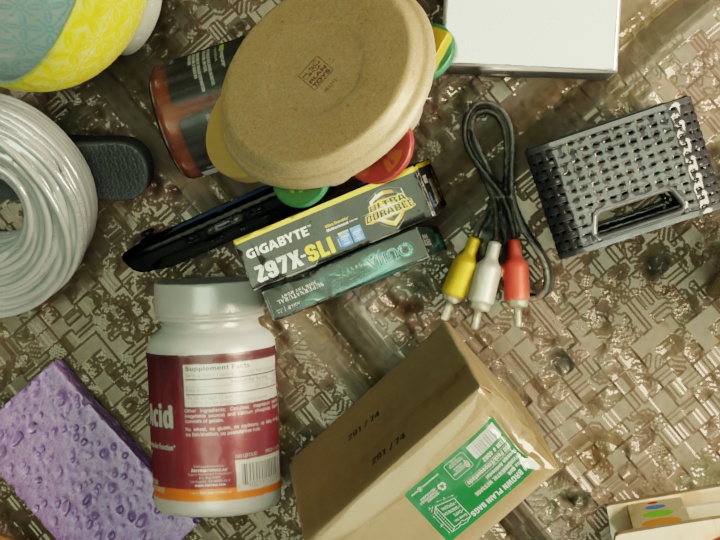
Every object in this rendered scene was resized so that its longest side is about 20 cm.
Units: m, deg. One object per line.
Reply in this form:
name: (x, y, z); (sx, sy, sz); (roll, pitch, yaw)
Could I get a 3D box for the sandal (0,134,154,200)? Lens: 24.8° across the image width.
sandal: (-0.283, -0.100, 1.481); (0.200, 0.043, 0.076); (11, 115, 6)

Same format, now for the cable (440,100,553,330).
cable: (0.125, -0.047, 1.433); (0.097, 0.050, 0.201); (5, 95, 8)

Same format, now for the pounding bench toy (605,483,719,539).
pounding bench toy: (0.289, 0.298, 1.384); (0.124, 0.156, 0.201); (-10, 93, 7)

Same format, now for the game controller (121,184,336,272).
game controller: (-0.112, -0.050, 1.433); (0.200, 0.104, 0.042); (-24, 88, 7)

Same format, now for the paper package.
paper package: (0.047, 0.166, 1.380); (0.200, 0.191, 0.103); (-42, 106, 6)

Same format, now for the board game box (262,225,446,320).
board game box: (0.000, 0.000, 1.374); (0.135, 0.200, 0.028); (-23, 89, 8)

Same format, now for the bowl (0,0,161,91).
bowl: (-0.237, -0.240, 1.415); (0.108, 0.200, 0.201); (16, 97, -38)

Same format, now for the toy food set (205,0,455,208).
toy food set: (-0.025, -0.145, 1.309); (0.198, 0.049, 0.200); (23, 77, 35)

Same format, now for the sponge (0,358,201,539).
sponge: (-0.252, 0.191, 1.500); (0.112, 0.030, 0.200); (-42, 89, 7)

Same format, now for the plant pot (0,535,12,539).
plant pot: (-0.384, 0.297, 1.451); (0.183, 0.200, 0.201); (10, 95, -10)

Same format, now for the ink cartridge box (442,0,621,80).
ink cartridge box: (0.145, -0.263, 1.371); (0.146, 0.147, 0.201); (3, 94, 5)

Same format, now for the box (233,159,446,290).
box: (-0.012, -0.041, 1.374); (0.159, 0.200, 0.049); (-21, 93, 7)

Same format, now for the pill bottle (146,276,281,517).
pill bottle: (-0.130, 0.108, 1.439); (0.114, 0.114, 0.201); (-2, 93, 6)

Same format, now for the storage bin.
storage bin: (0.213, -0.077, 1.347); (0.135, 0.200, 0.094); (-18, 92, 7)

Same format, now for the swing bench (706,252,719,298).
swing bench: (0.400, -0.013, 1.331); (0.198, 0.200, 0.130); (11, 95, 6)

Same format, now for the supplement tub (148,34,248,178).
supplement tub: (-0.075, -0.156, 1.421); (0.200, 0.107, 0.107); (-17, 91, 6)

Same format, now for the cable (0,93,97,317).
cable: (-0.333, -0.059, 1.447); (0.200, 0.069, 0.200); (33, 118, -7)
